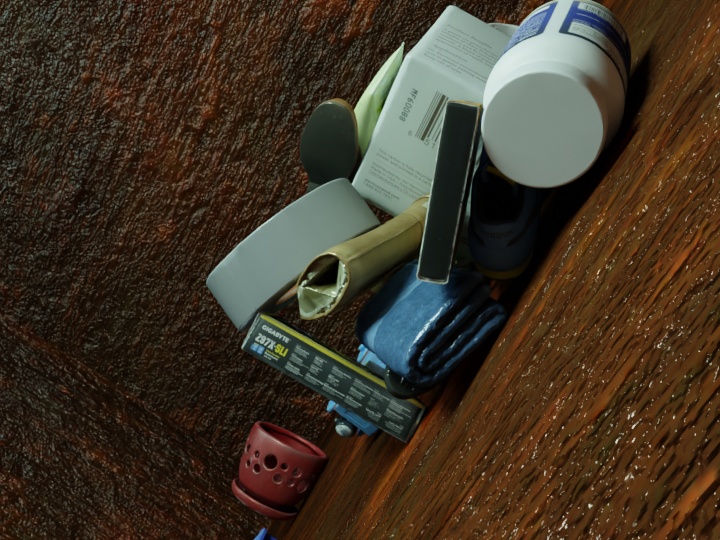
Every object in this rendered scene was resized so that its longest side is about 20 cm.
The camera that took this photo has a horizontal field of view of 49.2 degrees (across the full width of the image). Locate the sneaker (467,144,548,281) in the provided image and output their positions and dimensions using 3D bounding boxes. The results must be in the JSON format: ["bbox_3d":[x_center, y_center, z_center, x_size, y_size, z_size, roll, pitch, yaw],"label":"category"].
[{"bbox_3d":[0.136,-0.089,0.710,0.079,0.065,0.201,74,-155,-49],"label":"sneaker"}]

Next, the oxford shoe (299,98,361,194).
[{"bbox_3d":[-0.027,-0.140,0.940,0.072,0.071,0.201,-57,-13,-29],"label":"oxford shoe"}]

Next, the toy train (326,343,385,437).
[{"bbox_3d":[0.027,0.160,1.173,0.114,0.086,0.200,-48,6,48],"label":"toy train"}]

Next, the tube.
[{"bbox_3d":[0.014,-0.188,0.952,0.200,0.051,0.059,116,142,-66],"label":"tube"}]

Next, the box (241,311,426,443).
[{"bbox_3d":[-0.028,0.116,0.881,0.050,0.199,0.160,-60,-2,-6],"label":"box"}]

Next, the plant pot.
[{"bbox_3d":[-0.207,0.491,1.918,0.184,0.199,0.200,-62,-2,-2],"label":"plant pot"}]

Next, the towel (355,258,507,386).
[{"bbox_3d":[0.054,0.041,0.737,0.112,0.049,0.200,-44,15,-6],"label":"towel"}]

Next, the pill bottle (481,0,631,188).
[{"bbox_3d":[0.168,-0.154,0.672,0.116,0.115,0.200,-61,-3,36],"label":"pill bottle"}]

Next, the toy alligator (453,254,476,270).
[{"bbox_3d":[0.133,-0.004,1.017,0.200,0.059,0.055,-57,-44,-75],"label":"toy alligator"}]

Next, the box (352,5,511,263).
[{"bbox_3d":[0.127,-0.154,0.914,0.172,0.198,0.201,-58,-4,-47],"label":"box"}]

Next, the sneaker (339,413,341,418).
[{"bbox_3d":[0.020,0.202,1.302,0.200,0.069,0.091,-57,-18,-49],"label":"sneaker"}]

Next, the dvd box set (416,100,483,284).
[{"bbox_3d":[0.085,-0.080,0.716,0.200,0.029,0.148,-49,-31,-75],"label":"dvd box set"}]

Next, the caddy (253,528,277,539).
[{"bbox_3d":[-0.160,0.444,1.059,0.201,0.104,0.141,-60,-1,19],"label":"caddy"}]

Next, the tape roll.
[{"bbox_3d":[-0.074,-0.017,0.885,0.200,0.066,0.200,-37,-4,-3],"label":"tape roll"}]

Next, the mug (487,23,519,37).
[{"bbox_3d":[0.224,-0.233,1.095,0.199,0.147,0.177,-24,-41,-46],"label":"mug"}]

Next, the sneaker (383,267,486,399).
[{"bbox_3d":[0.081,0.068,0.854,0.200,0.060,0.104,-53,-3,-27],"label":"sneaker"}]

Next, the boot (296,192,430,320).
[{"bbox_3d":[0.000,0.000,0.842,0.200,0.066,0.176,-34,-16,-45],"label":"boot"}]
